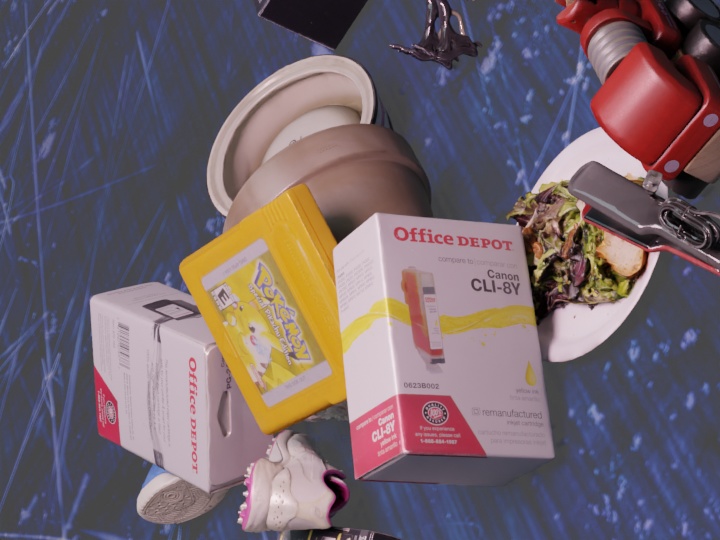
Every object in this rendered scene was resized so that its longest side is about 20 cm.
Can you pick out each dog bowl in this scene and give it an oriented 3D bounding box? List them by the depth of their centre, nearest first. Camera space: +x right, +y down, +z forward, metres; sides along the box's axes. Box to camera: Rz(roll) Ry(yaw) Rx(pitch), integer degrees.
[{"bbox_3d":[-0.051,-0.111,1.907,0.199,0.074,0.202,-21,48,25],"label":"dog bowl"}]

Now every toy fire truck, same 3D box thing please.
[{"bbox_3d":[0.201,-0.175,1.459,0.129,0.199,0.177,-51,34,29],"label":"toy fire truck"}]

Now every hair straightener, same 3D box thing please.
[{"bbox_3d":[0.223,-0.034,1.431,0.041,0.077,0.200,-43,43,-8],"label":"hair straightener"}]

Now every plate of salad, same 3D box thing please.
[{"bbox_3d":[0.172,-0.026,1.569,0.200,0.048,0.202,-36,45,45],"label":"plate of salad"}]

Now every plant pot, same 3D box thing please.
[{"bbox_3d":[0.000,0.000,1.725,0.201,0.199,0.174,-53,50,26],"label":"plant pot"}]

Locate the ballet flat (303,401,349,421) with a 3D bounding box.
[{"bbox_3d":[-0.037,0.104,1.818,0.199,0.071,0.072,-6,68,58],"label":"ballet flat"}]

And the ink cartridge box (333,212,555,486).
[{"bbox_3d":[0.065,0.063,1.554,0.083,0.144,0.202,-38,53,54],"label":"ink cartridge box"}]

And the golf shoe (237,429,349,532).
[{"bbox_3d":[-0.050,0.196,1.751,0.200,0.091,0.076,-48,-35,-76],"label":"golf shoe"}]

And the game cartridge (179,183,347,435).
[{"bbox_3d":[-0.065,0.038,1.666,0.200,0.032,0.177,-30,87,55],"label":"game cartridge"}]

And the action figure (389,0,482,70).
[{"bbox_3d":[0.090,-0.295,1.816,0.202,0.101,0.119,-71,18,1],"label":"action figure"}]

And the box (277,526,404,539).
[{"bbox_3d":[-0.038,0.325,1.704,0.161,0.049,0.202,-6,68,56],"label":"box"}]

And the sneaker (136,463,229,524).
[{"bbox_3d":[-0.163,0.166,1.976,0.200,0.076,0.112,-48,37,33],"label":"sneaker"}]

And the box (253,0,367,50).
[{"bbox_3d":[-0.037,-0.376,2.068,0.201,0.103,0.183,-54,34,25],"label":"box"}]

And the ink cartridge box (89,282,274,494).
[{"bbox_3d":[-0.169,0.108,1.848,0.199,0.083,0.147,19,115,48],"label":"ink cartridge box"}]
